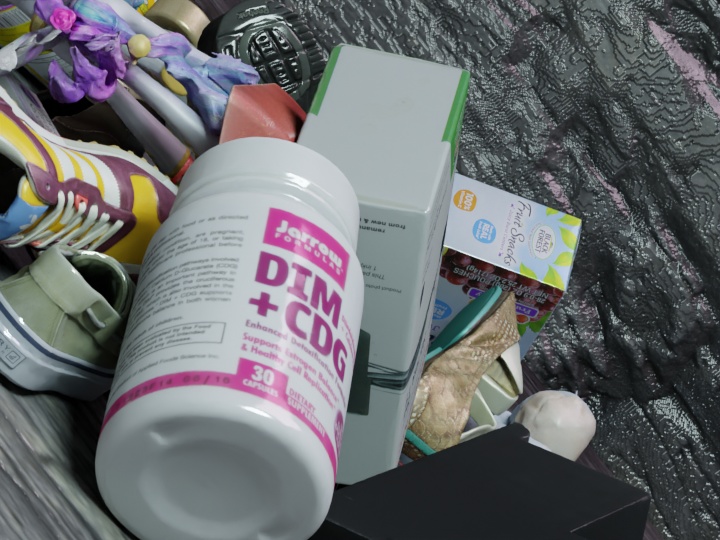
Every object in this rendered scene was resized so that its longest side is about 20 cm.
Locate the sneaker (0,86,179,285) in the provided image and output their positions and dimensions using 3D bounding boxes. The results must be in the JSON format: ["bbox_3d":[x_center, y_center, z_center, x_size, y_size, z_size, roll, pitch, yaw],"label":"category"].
[{"bbox_3d":[-0.164,-0.034,1.503,0.200,0.075,0.090,30,24,-25],"label":"sneaker"}]

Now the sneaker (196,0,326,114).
[{"bbox_3d":[-0.037,-0.073,1.783,0.091,0.076,0.200,6,-59,67],"label":"sneaker"}]

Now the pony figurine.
[{"bbox_3d":[-0.152,-0.136,1.641,0.200,0.167,0.193,38,-11,-14],"label":"pony figurine"}]

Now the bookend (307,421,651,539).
[{"bbox_3d":[0.095,0.169,1.448,0.198,0.092,0.200,21,21,30],"label":"bookend"}]

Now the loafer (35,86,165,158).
[{"bbox_3d":[-0.168,-0.087,1.789,0.071,0.073,0.200,50,6,-11],"label":"loafer"}]

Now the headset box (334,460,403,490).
[{"bbox_3d":[0.035,0.197,1.650,0.149,0.075,0.200,49,6,-17],"label":"headset box"}]

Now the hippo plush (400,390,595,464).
[{"bbox_3d":[0.050,0.094,1.895,0.161,0.159,0.200,40,43,-4],"label":"hippo plush"}]

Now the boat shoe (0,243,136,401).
[{"bbox_3d":[-0.139,0.022,1.450,0.072,0.062,0.200,52,6,2],"label":"boat shoe"}]

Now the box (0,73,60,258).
[{"bbox_3d":[-0.170,-0.033,1.638,0.041,0.039,0.200,43,11,-51],"label":"box"}]

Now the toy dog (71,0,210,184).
[{"bbox_3d":[-0.106,-0.089,1.947,0.096,0.132,0.200,18,-19,37],"label":"toy dog"}]

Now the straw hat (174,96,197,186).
[{"bbox_3d":[-0.094,-0.010,1.804,0.201,0.085,0.201,59,-8,14],"label":"straw hat"}]

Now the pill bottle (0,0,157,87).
[{"bbox_3d":[-0.200,-0.182,1.956,0.104,0.104,0.200,56,7,35],"label":"pill bottle"}]

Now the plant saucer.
[{"bbox_3d":[-0.062,-0.002,1.619,0.037,0.200,0.200,12,5,4],"label":"plant saucer"}]

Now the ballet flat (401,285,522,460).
[{"bbox_3d":[0.062,0.071,1.797,0.065,0.070,0.200,49,32,0],"label":"ballet flat"}]

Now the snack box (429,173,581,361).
[{"bbox_3d":[0.024,-0.001,1.945,0.200,0.169,0.068,21,55,-6],"label":"snack box"}]

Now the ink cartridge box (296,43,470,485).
[{"bbox_3d":[0.000,0.000,1.627,0.147,0.083,0.200,-73,173,-52],"label":"ink cartridge box"}]

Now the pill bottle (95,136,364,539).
[{"bbox_3d":[-0.058,0.034,1.424,0.113,0.113,0.200,48,32,-31],"label":"pill bottle"}]
